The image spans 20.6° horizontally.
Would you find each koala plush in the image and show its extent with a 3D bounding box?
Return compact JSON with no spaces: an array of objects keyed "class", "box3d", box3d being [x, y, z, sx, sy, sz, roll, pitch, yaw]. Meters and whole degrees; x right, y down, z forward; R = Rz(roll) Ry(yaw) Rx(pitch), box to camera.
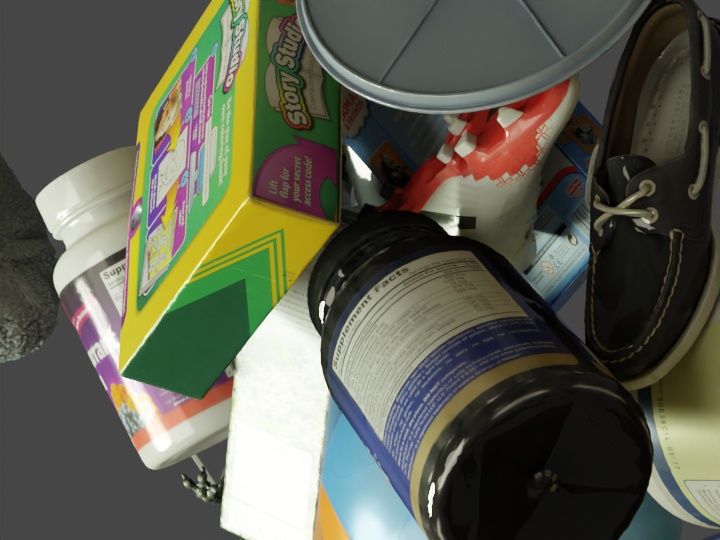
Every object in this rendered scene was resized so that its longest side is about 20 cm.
[{"class":"koala plush","box3d":[-0.333,0.030,1.496,0.184,0.177,0.200,48,131,6]}]

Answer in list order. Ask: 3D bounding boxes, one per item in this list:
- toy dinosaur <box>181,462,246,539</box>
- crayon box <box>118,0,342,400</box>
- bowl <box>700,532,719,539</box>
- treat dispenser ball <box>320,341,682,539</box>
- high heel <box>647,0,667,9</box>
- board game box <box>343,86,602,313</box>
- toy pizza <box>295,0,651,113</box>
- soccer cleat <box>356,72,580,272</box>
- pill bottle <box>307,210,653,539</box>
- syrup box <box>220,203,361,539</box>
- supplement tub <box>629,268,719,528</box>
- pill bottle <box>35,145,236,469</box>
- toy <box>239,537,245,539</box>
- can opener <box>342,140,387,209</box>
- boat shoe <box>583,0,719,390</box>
[{"class":"toy dinosaur","box3d":[-0.062,0.120,1.267,0.047,0.088,0.200,29,97,30]},{"class":"crayon box","box3d":[-0.071,-0.059,1.096,0.173,0.058,0.200,-49,31,43]},{"class":"bowl","box3d":[0.242,0.232,1.083,0.200,0.039,0.201,20,119,39]},{"class":"treat dispenser ball","box3d":[0.077,0.127,1.089,0.201,0.201,0.201,19,119,39]},{"class":"high heel","box3d":[0.095,-0.180,1.043,0.200,0.067,0.096,4,118,47]},{"class":"board game box","box3d":[0.061,-0.073,1.105,0.200,0.037,0.151,48,148,9]},{"class":"toy pizza","box3d":[0.063,-0.158,1.005,0.200,0.200,0.032,31,165,33]},{"class":"soccer cleat","box3d":[0.069,-0.040,1.038,0.085,0.069,0.200,29,138,-14]},{"class":"pill bottle","box3d":[0.047,0.051,0.941,0.200,0.112,0.112,-128,38,-55]},{"class":"syrup box","box3d":[-0.022,0.066,1.172,0.079,0.081,0.201,19,110,37]},{"class":"supplement tub","box3d":[0.236,0.052,0.940,0.200,0.145,0.145,-5,102,46]},{"class":"pill bottle","box3d":[-0.138,0.022,1.331,0.111,0.111,0.200,-35,80,47]},{"class":"toy","box3d":[-0.020,0.172,1.273,0.200,0.047,0.115,-24,45,50]},{"class":"can opener","box3d":[0.000,0.000,1.226,0.067,0.053,0.200,4,111,38]},{"class":"boat shoe","box3d":[0.140,-0.041,0.949,0.074,0.200,0.060,0,150,42]}]
